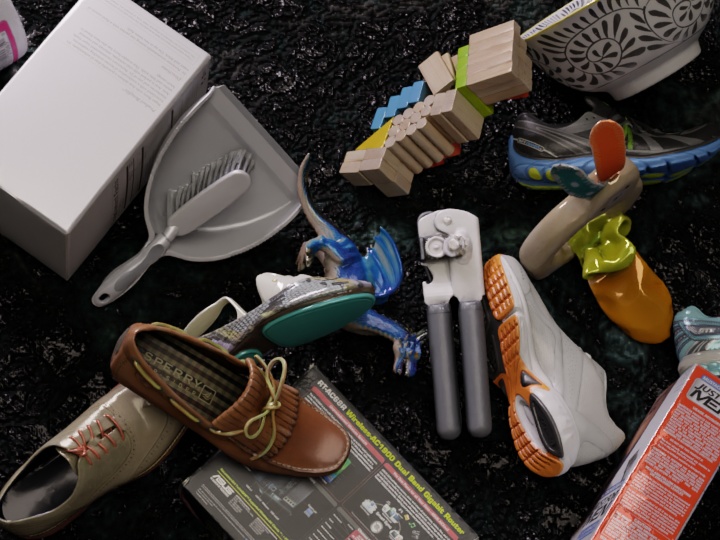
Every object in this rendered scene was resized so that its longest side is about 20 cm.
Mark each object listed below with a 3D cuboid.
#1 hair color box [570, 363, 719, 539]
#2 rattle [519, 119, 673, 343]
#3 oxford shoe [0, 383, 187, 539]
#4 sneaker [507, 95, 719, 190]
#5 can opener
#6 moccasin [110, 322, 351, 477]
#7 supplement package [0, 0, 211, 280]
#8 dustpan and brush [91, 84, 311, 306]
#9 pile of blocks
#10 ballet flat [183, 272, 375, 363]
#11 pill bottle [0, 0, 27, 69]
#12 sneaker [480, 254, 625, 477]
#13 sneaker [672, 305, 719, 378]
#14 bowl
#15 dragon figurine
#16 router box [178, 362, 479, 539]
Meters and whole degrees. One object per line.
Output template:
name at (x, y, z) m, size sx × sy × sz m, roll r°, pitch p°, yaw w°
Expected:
hair color box at (0.235, 0.184, 1.401) m, size 0.064 × 0.111 × 0.200 m, roll 35°, pitch 68°, yaw 5°
rattle at (0.214, -0.023, 1.423) m, size 0.130 × 0.200 × 0.143 m, roll -16°, pitch 72°, yaw -18°
oxford shoe at (-0.203, 0.141, 1.349) m, size 0.200 × 0.075 × 0.070 m, roll -43°, pitch 83°, yaw -4°
sneaker at (0.230, -0.119, 1.532) m, size 0.199 × 0.071 × 0.083 m, roll -2°, pitch 77°, yaw -6°
can opener at (0.082, 0.044, 1.460) m, size 0.052 × 0.066 × 0.201 m, roll -5°, pitch 79°, yaw 1°
moccasin at (-0.095, 0.098, 1.324) m, size 0.201 × 0.078 × 0.074 m, roll 35°, pitch 68°, yaw -10°
supplement package at (-0.233, -0.117, 1.437) m, size 0.121 × 0.120 × 0.200 m, roll 35°, pitch 69°, yaw 4°
dustpan and brush at (-0.151, -0.043, 1.443) m, size 0.200 × 0.057 × 0.140 m, roll -37°, pitch 122°, yaw 9°
pile of blocks at (0.073, -0.136, 1.506) m, size 0.200 × 0.062 × 0.082 m, roll -36°, pitch 43°, yaw 15°
ballet flat at (-0.084, 0.042, 1.399) m, size 0.200 × 0.072 × 0.072 m, roll -30°, pitch 75°, yaw 12°
pill bottle at (-0.394, -0.183, 1.441) m, size 0.200 × 0.113 × 0.113 m, roll -34°, pitch 78°, yaw -18°
sneaker at (0.159, 0.078, 1.459) m, size 0.092 × 0.076 × 0.200 m, roll -5°, pitch 67°, yaw -32°
sneaker at (0.367, 0.047, 1.489) m, size 0.199 × 0.078 × 0.087 m, roll -10°, pitch 69°, yaw -12°
bowl at (0.242, -0.213, 1.520) m, size 0.201 × 0.201 × 0.094 m, roll -34°, pitch 97°, yaw -18°
dragon figurine at (0.000, 0.000, 1.460) m, size 0.099 × 0.059 × 0.200 m, roll -7°, pitch 76°, yaw -13°
router box at (-0.027, 0.199, 1.382) m, size 0.150 × 0.062 × 0.200 m, roll -41°, pitch 80°, yaw -18°
